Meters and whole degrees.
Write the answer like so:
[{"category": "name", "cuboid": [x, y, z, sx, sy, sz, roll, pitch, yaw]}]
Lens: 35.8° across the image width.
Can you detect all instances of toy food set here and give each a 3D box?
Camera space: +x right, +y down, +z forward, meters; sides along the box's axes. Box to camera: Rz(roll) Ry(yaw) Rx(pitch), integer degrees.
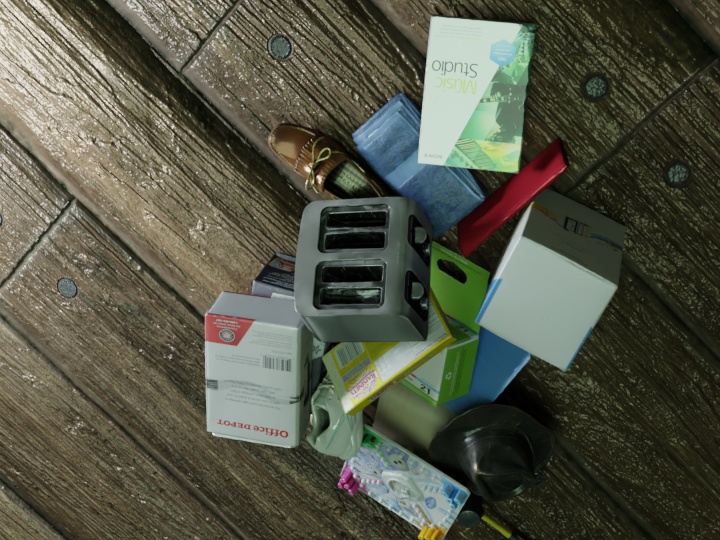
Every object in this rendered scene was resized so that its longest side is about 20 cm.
[{"category": "toy food set", "cuboid": [0.092, 0.271, 1.769, 0.142, 0.060, 0.202, 26, 125, 22]}]

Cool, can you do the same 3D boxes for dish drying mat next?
[{"category": "dish drying mat", "cuboid": [0.213, -0.101, 1.566, 0.018, 0.077, 0.200, 37, 119, -22]}]

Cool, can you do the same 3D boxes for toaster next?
[{"category": "toaster", "cuboid": [0.000, 0.000, 1.559, 0.197, 0.183, 0.119, -1, 157, 15]}]

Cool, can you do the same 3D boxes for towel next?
[{"category": "towel", "cuboid": [0.084, -0.147, 1.593, 0.111, 0.049, 0.200, -37, 101, 27]}]

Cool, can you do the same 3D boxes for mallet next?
[{"category": "mallet", "cuboid": [0.235, 0.430, 1.806, 0.199, 0.066, 0.041, 41, 120, -6]}]

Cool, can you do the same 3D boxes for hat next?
[{"category": "hat", "cuboid": [0.200, 0.292, 1.660, 0.197, 0.082, 0.202, -3, 134, -3]}]

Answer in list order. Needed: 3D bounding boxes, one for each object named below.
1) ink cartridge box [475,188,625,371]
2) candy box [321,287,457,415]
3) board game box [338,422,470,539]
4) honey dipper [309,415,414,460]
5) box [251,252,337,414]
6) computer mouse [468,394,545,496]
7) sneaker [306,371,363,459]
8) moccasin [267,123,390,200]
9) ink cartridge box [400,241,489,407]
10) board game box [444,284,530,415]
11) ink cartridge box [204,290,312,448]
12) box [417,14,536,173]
[{"category": "ink cartridge box", "cuboid": [0.264, 0.004, 1.529, 0.143, 0.200, 0.148, 27, 118, 4]}, {"category": "candy box", "cuboid": [0.039, 0.113, 1.608, 0.199, 0.026, 0.103, -37, 59, 18]}, {"category": "board game box", "cuboid": [0.061, 0.344, 1.759, 0.198, 0.026, 0.201, 31, 146, 10]}, {"category": "honey dipper", "cuboid": [0.001, 0.261, 1.769, 0.198, 0.038, 0.038, 20, 120, 30]}, {"category": "box", "cuboid": [-0.102, 0.098, 1.716, 0.130, 0.115, 0.202, 15, 117, 8]}, {"category": "computer mouse", "cuboid": [0.196, 0.265, 1.758, 0.139, 0.046, 0.201, -20, 111, 27]}, {"category": "sneaker", "cuboid": [-0.029, 0.181, 1.679, 0.070, 0.080, 0.203, -1, 77, 52]}, {"category": "moccasin", "cuboid": [-0.046, -0.143, 1.606, 0.201, 0.078, 0.074, 40, 99, -5]}, {"category": "ink cartridge box", "cuboid": [0.100, 0.072, 1.637, 0.147, 0.075, 0.203, 31, 125, 40]}, {"category": "board game box", "cuboid": [0.181, 0.119, 1.671, 0.201, 0.039, 0.159, -53, 54, 26]}, {"category": "ink cartridge box", "cuboid": [-0.148, 0.145, 1.638, 0.145, 0.083, 0.203, 8, 116, 10]}, {"category": "box", "cuboid": [0.156, -0.239, 1.512, 0.142, 0.036, 0.203, 6, 106, 5]}]
